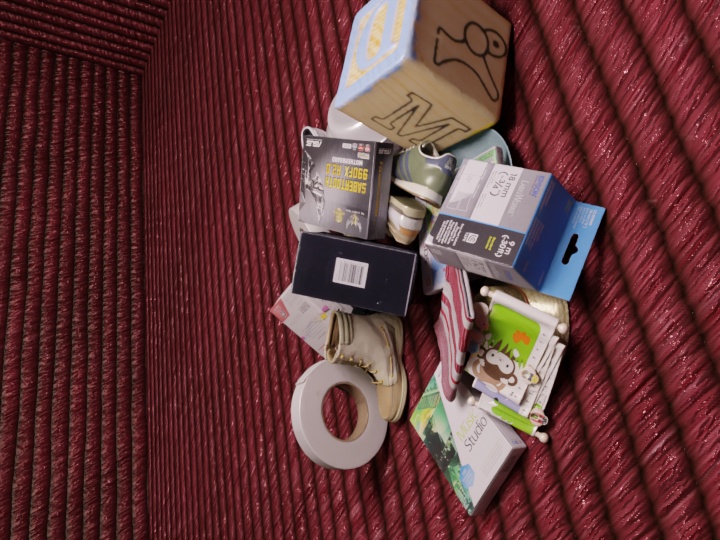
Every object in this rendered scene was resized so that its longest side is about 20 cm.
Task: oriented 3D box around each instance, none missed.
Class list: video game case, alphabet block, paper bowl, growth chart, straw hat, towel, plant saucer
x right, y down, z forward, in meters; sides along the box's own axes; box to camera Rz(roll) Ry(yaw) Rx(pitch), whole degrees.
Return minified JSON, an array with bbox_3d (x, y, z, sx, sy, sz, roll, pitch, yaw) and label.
[{"bbox_3d":[0.160,-0.073,0.959,0.199,0.022,0.187,-24,65,53],"label":"video game case"},{"bbox_3d":[0.101,-0.331,0.969,0.195,0.197,0.200,-12,60,55],"label":"alphabet block"},{"bbox_3d":[0.016,-0.292,1.148,0.197,0.104,0.205,-20,54,29],"label":"paper bowl"},{"bbox_3d":[0.209,0.129,0.831,0.142,0.018,0.204,17,118,27],"label":"growth chart"},{"bbox_3d":[0.204,0.071,0.881,0.199,0.084,0.206,-14,73,55],"label":"straw hat"},{"bbox_3d":[0.139,0.082,0.907,0.203,0.022,0.146,92,177,-47],"label":"towel"},{"bbox_3d":[0.186,-0.131,0.984,0.199,0.038,0.206,-14,74,55],"label":"plant saucer"}]

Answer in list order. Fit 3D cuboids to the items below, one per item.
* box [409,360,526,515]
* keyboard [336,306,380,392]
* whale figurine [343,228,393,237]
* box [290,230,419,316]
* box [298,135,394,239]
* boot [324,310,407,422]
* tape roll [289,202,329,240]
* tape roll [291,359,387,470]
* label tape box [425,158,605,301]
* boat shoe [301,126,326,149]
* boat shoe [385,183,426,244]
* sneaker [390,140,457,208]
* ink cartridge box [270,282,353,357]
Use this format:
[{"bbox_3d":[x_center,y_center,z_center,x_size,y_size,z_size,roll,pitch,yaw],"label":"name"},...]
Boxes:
[{"bbox_3d":[0.163,0.258,0.959,0.201,0.036,0.147,54,128,48],"label":"box"},{"bbox_3d":[-0.021,0.157,1.203,0.040,0.102,0.204,-55,-13,-68],"label":"keyboard"},{"bbox_3d":[0.015,-0.127,1.215,0.197,0.103,0.163,20,94,33],"label":"whale figurine"},{"bbox_3d":[0.000,0.000,1.046,0.182,0.195,0.107,-25,-54,-80],"label":"box"},{"bbox_3d":[-0.032,-0.152,1.063,0.198,0.048,0.162,19,107,46],"label":"box"},{"bbox_3d":[0.008,0.176,1.102,0.072,0.152,0.205,-17,70,54],"label":"boot"},{"bbox_3d":[-0.089,-0.051,1.286,0.205,0.037,0.204,56,167,19],"label":"tape roll"},{"bbox_3d":[-0.037,0.264,1.117,0.037,0.199,0.208,-27,63,51],"label":"tape roll"},{"bbox_3d":[0.206,-0.062,0.809,0.197,0.063,0.146,17,73,34],"label":"label tape box"},{"bbox_3d":[-0.076,-0.194,1.184,0.071,0.068,0.205,-20,70,35],"label":"boat shoe"},{"bbox_3d":[0.050,-0.112,1.072,0.200,0.073,0.070,-124,46,-59],"label":"boat shoe"},{"bbox_3d":[0.097,-0.175,1.012,0.091,0.066,0.200,-61,32,8],"label":"sneaker"},{"bbox_3d":[-0.080,0.104,1.273,0.116,0.199,0.068,-42,9,45],"label":"ink cartridge box"}]
